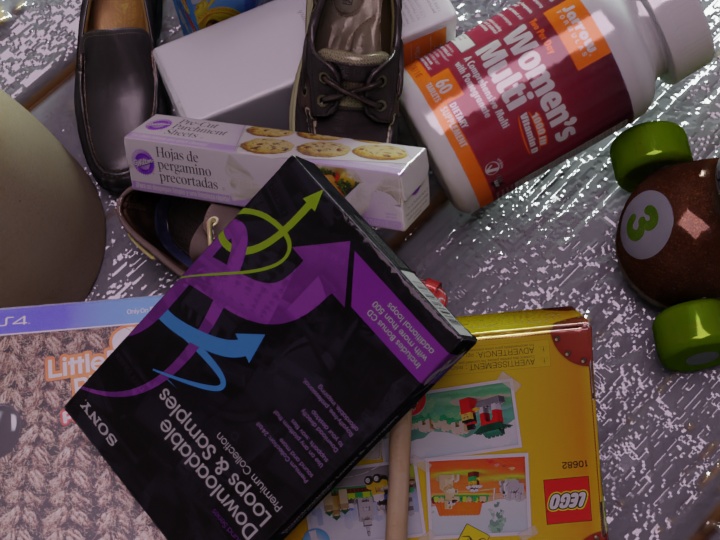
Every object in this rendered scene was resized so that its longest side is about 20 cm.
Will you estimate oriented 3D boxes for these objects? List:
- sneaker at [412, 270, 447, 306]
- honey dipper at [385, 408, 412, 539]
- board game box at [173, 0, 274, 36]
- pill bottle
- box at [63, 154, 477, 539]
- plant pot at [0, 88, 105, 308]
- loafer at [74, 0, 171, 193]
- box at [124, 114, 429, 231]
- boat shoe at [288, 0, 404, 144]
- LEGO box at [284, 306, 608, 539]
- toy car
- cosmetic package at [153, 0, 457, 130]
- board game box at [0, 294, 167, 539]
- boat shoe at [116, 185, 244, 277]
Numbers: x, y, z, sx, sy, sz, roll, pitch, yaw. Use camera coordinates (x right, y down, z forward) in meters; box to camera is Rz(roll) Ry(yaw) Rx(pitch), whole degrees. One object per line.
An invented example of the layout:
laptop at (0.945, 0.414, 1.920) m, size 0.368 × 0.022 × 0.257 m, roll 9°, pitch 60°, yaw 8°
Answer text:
sneaker at (0.000, 0.001, 0.878) m, size 0.107 × 0.067 × 0.203 m, roll -6°, pitch 69°, yaw 0°
honey dipper at (0.023, 0.111, 0.730) m, size 0.038 × 0.038 × 0.202 m, roll 4°, pitch 93°, yaw 6°
board game box at (-0.039, -0.231, 0.914) m, size 0.199 × 0.196 × 0.056 m, roll -29°, pitch 67°, yaw -9°
pill bottle at (0.129, -0.131, 0.887) m, size 0.199 × 0.110 × 0.110 m, roll -30°, pitch 66°, yaw 2°
box at (-0.054, 0.058, 0.721) m, size 0.200 × 0.036 × 0.143 m, roll -47°, pitch 72°, yaw 11°
plant pot at (-0.280, -0.061, 0.850) m, size 0.185 × 0.200 × 0.189 m, roll -2°, pitch 64°, yaw 3°
loafer at (-0.179, -0.154, 0.956) m, size 0.072 × 0.072 × 0.202 m, roll -8°, pitch 66°, yaw -1°
box at (-0.054, -0.062, 0.814) m, size 0.198 × 0.039 × 0.041 m, roll 10°, pitch 32°, yaw 26°
boat shoe at (-0.009, -0.128, 0.835) m, size 0.072 × 0.065 × 0.202 m, roll -1°, pitch 87°, yaw -5°
LEGO box at (0.042, 0.108, 0.785) m, size 0.198 × 0.077 × 0.150 m, roll -5°, pitch 96°, yaw 1°
toy car at (0.244, -0.054, 0.811) m, size 0.156 × 0.200 × 0.166 m, roll -8°, pitch 65°, yaw 0°
cosmetic package at (-0.035, -0.140, 0.924) m, size 0.199 × 0.102 × 0.072 m, roll -23°, pitch 67°, yaw -6°
board game box at (-0.165, 0.129, 0.812) m, size 0.158 × 0.097 × 0.202 m, roll -5°, pitch 65°, yaw 1°
boat shoe at (-0.087, -0.015, 0.844) m, size 0.199 × 0.059 × 0.072 m, roll 28°, pitch 106°, yaw 46°
